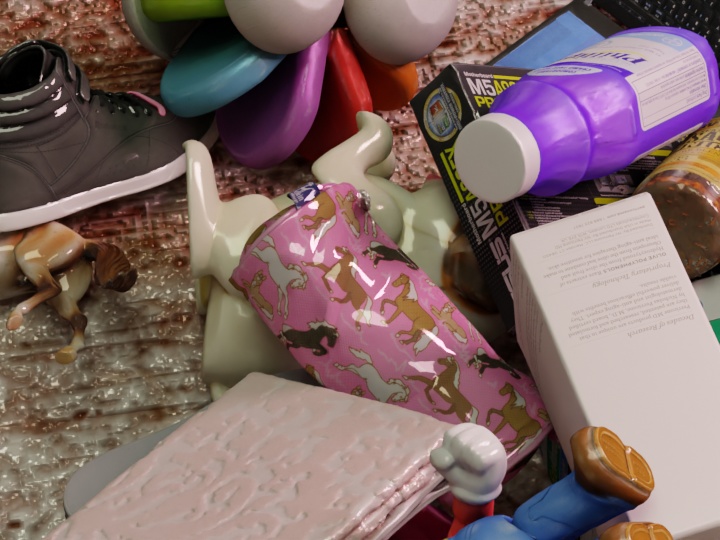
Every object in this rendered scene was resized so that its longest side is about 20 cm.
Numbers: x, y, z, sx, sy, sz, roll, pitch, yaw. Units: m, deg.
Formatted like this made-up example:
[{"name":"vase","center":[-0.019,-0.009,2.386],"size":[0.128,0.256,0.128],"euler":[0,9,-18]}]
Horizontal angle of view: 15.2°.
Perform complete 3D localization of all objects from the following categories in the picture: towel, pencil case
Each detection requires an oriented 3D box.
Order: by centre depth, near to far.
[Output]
[{"name":"towel","center":[-0.066,0.129,1.407],"size":[0.200,0.032,0.191],"euler":[-38,30,-31]},{"name":"pencil case","center":[0.020,0.041,1.486],"size":[0.200,0.087,0.083],"euler":[47,31,4]}]

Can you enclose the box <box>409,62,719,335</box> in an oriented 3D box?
[{"name":"box","center":[0.139,-0.041,1.586],"size":[0.199,0.044,0.161],"euler":[0,58,-43]}]

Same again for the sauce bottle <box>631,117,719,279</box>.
[{"name":"sauce bottle","center":[0.210,-0.054,1.575],"size":[0.066,0.066,0.200],"euler":[19,25,15]}]

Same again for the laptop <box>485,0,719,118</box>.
[{"name":"laptop","center":[0.191,-0.152,1.711],"size":[0.177,0.200,0.103],"euler":[41,27,26]}]

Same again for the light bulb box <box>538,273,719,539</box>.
[{"name":"light bulb box","center":[0.218,0.113,1.501],"size":[0.197,0.125,0.201],"euler":[-15,55,-9]}]

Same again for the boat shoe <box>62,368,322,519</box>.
[{"name":"boat shoe","center":[-0.069,0.119,1.535],"size":[0.199,0.066,0.072],"euler":[-24,51,-8]}]

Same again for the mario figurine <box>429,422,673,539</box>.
[{"name":"mario figurine","center":[0.047,0.154,1.292],"size":[0.200,0.106,0.124],"euler":[-34,19,26]}]

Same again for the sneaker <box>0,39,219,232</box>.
[{"name":"sneaker","center":[-0.164,-0.100,1.661],"size":[0.200,0.100,0.071],"euler":[-24,35,-36]}]

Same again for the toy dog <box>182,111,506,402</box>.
[{"name":"toy dog","center":[0.000,0.000,1.586],"size":[0.199,0.140,0.195],"euler":[-6,67,-3]}]

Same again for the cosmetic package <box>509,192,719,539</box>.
[{"name":"cosmetic package","center":[0.146,0.076,1.389],"size":[0.084,0.108,0.201],"euler":[-17,57,-6]}]

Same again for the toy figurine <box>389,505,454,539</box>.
[{"name":"toy figurine","center":[0.004,0.205,1.451],"size":[0.200,0.150,0.184],"euler":[41,52,3]}]

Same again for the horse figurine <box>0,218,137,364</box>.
[{"name":"horse figurine","center":[-0.223,0.004,1.631],"size":[0.199,0.050,0.133],"euler":[-2,36,10]}]

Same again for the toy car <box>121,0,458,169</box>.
[{"name":"toy car","center":[-0.047,-0.137,1.677],"size":[0.199,0.175,0.151],"euler":[2,90,-38]}]

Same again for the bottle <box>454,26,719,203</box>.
[{"name":"bottle","center":[0.125,-0.086,1.509],"size":[0.083,0.066,0.200],"euler":[1,17,37]}]
